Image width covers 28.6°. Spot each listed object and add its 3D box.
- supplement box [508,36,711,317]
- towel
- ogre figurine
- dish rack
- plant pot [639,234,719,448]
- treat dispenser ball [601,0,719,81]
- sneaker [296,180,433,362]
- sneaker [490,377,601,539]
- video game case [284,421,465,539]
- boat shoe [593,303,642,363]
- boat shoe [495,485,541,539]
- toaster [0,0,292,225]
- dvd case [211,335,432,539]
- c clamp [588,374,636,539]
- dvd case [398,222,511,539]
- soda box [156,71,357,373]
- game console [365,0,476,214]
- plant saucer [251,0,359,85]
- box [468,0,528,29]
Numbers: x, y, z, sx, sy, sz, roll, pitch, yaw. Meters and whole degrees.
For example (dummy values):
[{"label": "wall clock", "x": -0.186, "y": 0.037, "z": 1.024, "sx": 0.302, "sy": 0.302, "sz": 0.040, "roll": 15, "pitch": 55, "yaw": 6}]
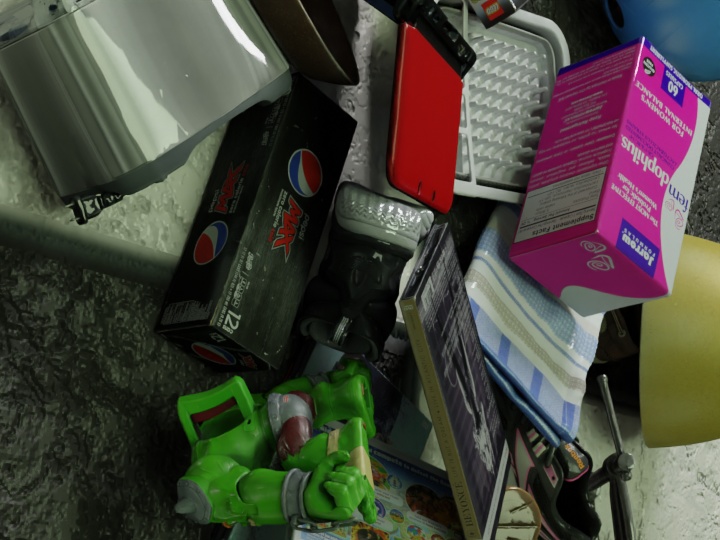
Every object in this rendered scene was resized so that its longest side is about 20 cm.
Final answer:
[{"label": "supplement box", "x": 0.211, "y": -0.077, "z": 1.186, "sx": 0.101, "sy": 0.103, "sz": 0.202, "roll": 35, "pitch": 59, "yaw": -29}, {"label": "towel", "x": 0.143, "y": 0.037, "z": 1.167, "sx": 0.147, "sy": 0.024, "sz": 0.201, "roll": 47, "pitch": 34, "yaw": -13}, {"label": "ogre figurine", "x": -0.052, "y": 0.111, "z": 0.909, "sx": 0.201, "sy": 0.118, "sz": 0.099, "roll": -92, "pitch": 171, "yaw": -52}, {"label": "dish rack", "x": 0.108, "y": -0.140, "z": 1.199, "sx": 0.199, "sy": 0.043, "sz": 0.174, "roll": 6, "pitch": 79, "yaw": -46}, {"label": "plant pot", "x": 0.339, "y": 0.066, "z": 1.294, "sx": 0.200, "sy": 0.140, "sz": 0.203, "roll": 2, "pitch": 90, "yaw": -71}, {"label": "treat dispenser ball", "x": 0.324, "y": -0.279, "z": 1.330, "sx": 0.200, "sy": 0.199, "sz": 0.204, "roll": 7, "pitch": 80, "yaw": -45}, {"label": "sneaker", "x": 0.000, "y": 0.000, "z": 1.019, "sx": 0.200, "sy": 0.075, "sz": 0.115, "roll": -43, "pitch": 152, "yaw": -84}, {"label": "sneaker", "x": 0.152, "y": 0.142, "z": 1.167, "sx": 0.080, "sy": 0.086, "sz": 0.202, "roll": -34, "pitch": 109, "yaw": -29}, {"label": "video game case", "x": 0.015, "y": 0.195, "z": 0.948, "sx": 0.142, "sy": 0.018, "sz": 0.201, "roll": 26, "pitch": 36, "yaw": -15}, {"label": "boat shoe", "x": 0.232, "y": -0.019, "z": 1.291, "sx": 0.074, "sy": 0.074, "sz": 0.205, "roll": 0, "pitch": 85, "yaw": -46}, {"label": "boat shoe", "x": 0.056, "y": 0.244, "z": 1.077, "sx": 0.072, "sy": 0.065, "sz": 0.200, "roll": 46, "pitch": 73, "yaw": -16}, {"label": "toaster", "x": -0.145, "y": -0.128, "z": 0.887, "sx": 0.200, "sy": 0.113, "sz": 0.130, "roll": -40, "pitch": 110, "yaw": -39}, {"label": "dvd case", "x": -0.025, "y": 0.159, "z": 1.039, "sx": 0.146, "sy": 0.022, "sz": 0.201, "roll": 46, "pitch": 55, "yaw": -32}, {"label": "c clamp", "x": 0.209, "y": 0.198, "z": 1.195, "sx": 0.027, "sy": 0.200, "sz": 0.173, "roll": -7, "pitch": 69, "yaw": -5}, {"label": "dvd case", "x": 0.070, "y": 0.084, "z": 1.008, "sx": 0.149, "sy": 0.016, "sz": 0.202, "roll": -61, "pitch": 137, "yaw": -66}, {"label": "soda box", "x": -0.070, "y": -0.033, "z": 0.985, "sx": 0.071, "sy": 0.063, "sz": 0.202, "roll": 37, "pitch": 61, "yaw": -37}, {"label": "game console", "x": 0.011, "y": -0.145, "z": 1.018, "sx": 0.119, "sy": 0.172, "sz": 0.200, "roll": -54, "pitch": 166, "yaw": 5}, {"label": "plant saucer", "x": -0.059, "y": -0.212, "z": 0.978, "sx": 0.202, "sy": 0.034, "sz": 0.201, "roll": 60, "pitch": 10, "yaw": -19}, {"label": "box", "x": 0.131, "y": -0.295, "z": 1.215, "sx": 0.111, "sy": 0.035, "sz": 0.200, "roll": 57, "pitch": 40, "yaw": -10}]
